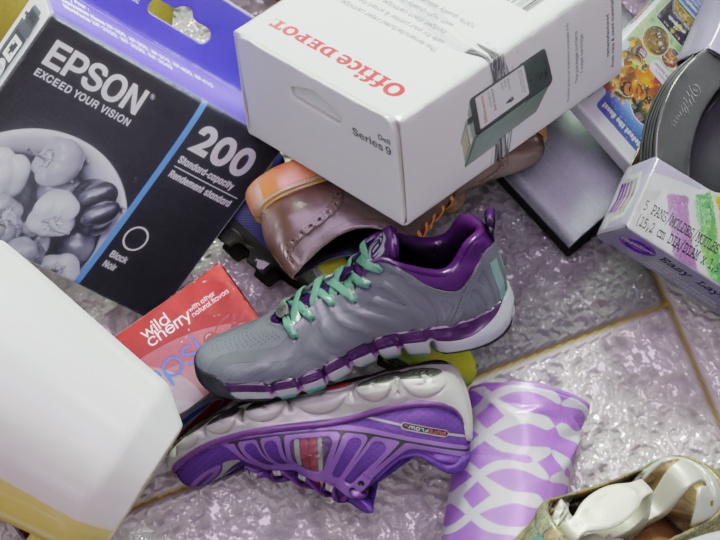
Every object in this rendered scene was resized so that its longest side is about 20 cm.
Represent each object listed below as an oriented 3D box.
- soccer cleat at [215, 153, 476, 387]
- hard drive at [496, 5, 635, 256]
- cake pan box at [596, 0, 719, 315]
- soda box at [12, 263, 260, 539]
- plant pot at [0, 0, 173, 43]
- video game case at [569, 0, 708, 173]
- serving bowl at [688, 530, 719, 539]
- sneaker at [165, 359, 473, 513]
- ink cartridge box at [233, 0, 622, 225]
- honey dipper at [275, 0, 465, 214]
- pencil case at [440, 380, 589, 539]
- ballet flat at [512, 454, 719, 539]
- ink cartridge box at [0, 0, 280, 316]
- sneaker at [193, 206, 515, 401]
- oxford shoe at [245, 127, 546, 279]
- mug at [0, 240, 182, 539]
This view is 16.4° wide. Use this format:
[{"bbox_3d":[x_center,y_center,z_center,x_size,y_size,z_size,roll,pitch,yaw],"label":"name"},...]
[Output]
[{"bbox_3d":[0.000,0.000,1.595,0.200,0.065,0.084,36,81,11],"label":"soccer cleat"},{"bbox_3d":[0.121,-0.128,1.649,0.139,0.033,0.200,-40,78,-10],"label":"hard drive"},{"bbox_3d":[0.266,-0.058,1.588,0.199,0.052,0.185,31,73,-14],"label":"cake pan box"},{"bbox_3d":[-0.148,0.084,1.573,0.200,0.063,0.070,-35,78,-10],"label":"soda box"},{"bbox_3d":[-0.198,-0.153,1.591,0.199,0.200,0.143,-16,100,-5],"label":"plant pot"},{"bbox_3d":[0.240,-0.127,1.621,0.143,0.018,0.200,47,72,-11],"label":"video game case"},{"bbox_3d":[0.214,0.245,1.500,0.199,0.066,0.201,-4,103,-19],"label":"serving bowl"},{"bbox_3d":[-0.026,0.113,1.540,0.199,0.081,0.084,-11,93,20],"label":"sneaker"},{"bbox_3d":[0.042,-0.133,1.534,0.200,0.084,0.146,-35,49,-30],"label":"ink cartridge box"},{"bbox_3d":[0.009,-0.121,1.646,0.038,0.038,0.200,-34,79,-9],"label":"honey dipper"},{"bbox_3d":[0.093,0.168,1.542,0.085,0.084,0.201,18,74,-32],"label":"pencil case"},{"bbox_3d":[0.170,0.146,1.507,0.199,0.071,0.071,-17,72,-39],"label":"ballet flat"},{"bbox_3d":[-0.146,-0.087,1.532,0.200,0.198,0.043,-55,40,10],"label":"ink cartridge box"},{"bbox_3d":[-0.009,0.013,1.506,0.199,0.088,0.075,-15,35,-6],"label":"sneaker"},{"bbox_3d":[0.031,-0.044,1.568,0.199,0.071,0.073,-17,69,-14],"label":"oxford shoe"},{"bbox_3d":[-0.197,0.096,1.485,0.153,0.187,0.150,32,44,-1],"label":"mug"}]
